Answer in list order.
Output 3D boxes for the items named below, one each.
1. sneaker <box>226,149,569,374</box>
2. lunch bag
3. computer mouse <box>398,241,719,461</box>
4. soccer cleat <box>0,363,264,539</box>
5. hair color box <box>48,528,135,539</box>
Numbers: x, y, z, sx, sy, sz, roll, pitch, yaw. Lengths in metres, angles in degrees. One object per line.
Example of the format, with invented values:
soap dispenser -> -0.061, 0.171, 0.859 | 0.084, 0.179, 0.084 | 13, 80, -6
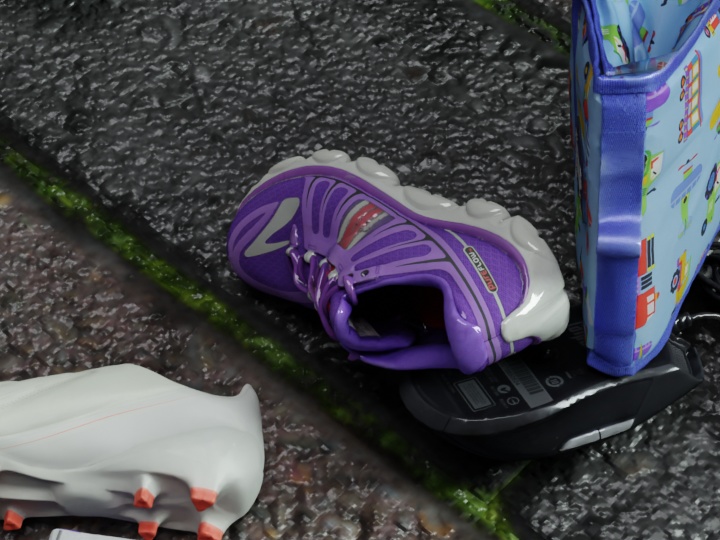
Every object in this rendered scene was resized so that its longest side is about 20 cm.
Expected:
sneaker -> 0.000, 0.000, 0.939 | 0.083, 0.081, 0.199 | -32, 28, -33
lunch bag -> 0.132, -0.060, 0.935 | 0.093, 0.151, 0.200 | 6, 35, 11
computer mouse -> 0.126, 0.062, 0.935 | 0.199, 0.046, 0.140 | -18, 39, -21
soccer cleat -> -0.141, 0.076, 0.944 | 0.199, 0.070, 0.078 | 7, 48, 2
hair color box -> -0.094, 0.209, 0.835 | 0.108, 0.065, 0.201 | 5, 54, 8
